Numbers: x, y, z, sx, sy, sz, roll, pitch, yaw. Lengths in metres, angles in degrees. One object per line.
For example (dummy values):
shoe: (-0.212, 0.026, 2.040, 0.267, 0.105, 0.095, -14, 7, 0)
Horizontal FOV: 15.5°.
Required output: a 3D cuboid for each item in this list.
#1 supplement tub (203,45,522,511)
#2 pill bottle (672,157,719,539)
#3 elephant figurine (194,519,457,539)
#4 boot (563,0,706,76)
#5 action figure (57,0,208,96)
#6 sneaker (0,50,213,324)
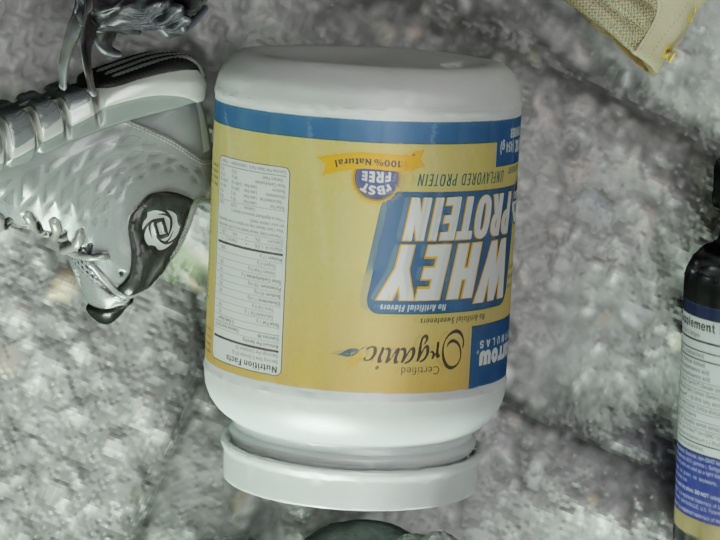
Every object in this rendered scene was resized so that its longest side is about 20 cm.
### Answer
supplement tub: (0.000, 0.000, 1.237, 0.144, 0.145, 0.202, 0, 99, -14)
pill bottle: (0.214, 0.046, 1.318, 0.111, 0.112, 0.202, -1, 99, -14)
elephant figurine: (-0.058, 0.197, 1.257, 0.199, 0.141, 0.156, -14, 108, -16)
boot: (0.187, -0.161, 1.298, 0.199, 0.073, 0.156, 27, 96, -23)
action figure: (-0.082, -0.174, 1.205, 0.200, 0.119, 0.102, -46, 109, -16)
sneaker: (-0.154, -0.022, 1.233, 0.199, 0.075, 0.116, -18, 106, -12)
